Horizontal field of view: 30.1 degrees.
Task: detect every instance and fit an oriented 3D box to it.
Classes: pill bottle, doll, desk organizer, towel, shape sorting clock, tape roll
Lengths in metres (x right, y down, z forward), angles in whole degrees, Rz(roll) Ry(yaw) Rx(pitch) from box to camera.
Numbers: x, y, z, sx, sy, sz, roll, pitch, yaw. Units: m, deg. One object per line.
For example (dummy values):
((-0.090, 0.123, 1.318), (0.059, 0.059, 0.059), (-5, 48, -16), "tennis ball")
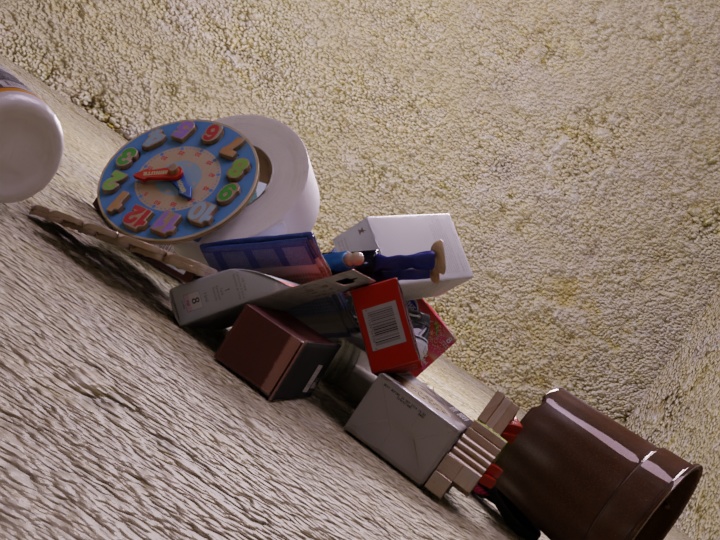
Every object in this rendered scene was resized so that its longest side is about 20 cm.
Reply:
((-0.393, -0.156, 1.388), (0.116, 0.117, 0.200), (33, 2, -41), "pill bottle")
((0.000, 0.000, 1.636), (0.197, 0.049, 0.137), (-4, -18, -10), "doll")
((-0.087, 0.089, 1.461), (0.077, 0.072, 0.200), (33, 2, 10), "desk organizer")
((-0.092, 0.023, 1.602), (0.145, 0.024, 0.201), (-5, -38, 18), "towel")
((-0.218, -0.110, 1.595), (0.199, 0.200, 0.039), (36, -22, 31), "shape sorting clock")
((-0.151, -0.092, 1.637), (0.202, 0.202, 0.071), (36, -22, 31), "tape roll")

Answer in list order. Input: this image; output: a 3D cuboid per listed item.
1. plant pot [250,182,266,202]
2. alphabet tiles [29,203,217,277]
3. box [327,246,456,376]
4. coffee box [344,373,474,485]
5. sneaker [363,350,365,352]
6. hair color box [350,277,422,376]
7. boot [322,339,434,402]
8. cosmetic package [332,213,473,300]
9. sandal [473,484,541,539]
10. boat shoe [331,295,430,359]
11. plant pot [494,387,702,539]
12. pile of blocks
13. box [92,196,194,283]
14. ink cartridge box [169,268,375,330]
((-0.165, -0.058, 1.882), (0.199, 0.200, 0.189), (33, 21, -33), "plant pot")
((-0.255, -0.030, 1.452), (0.198, 0.015, 0.196), (20, -3, 8), "alphabet tiles")
((0.034, 0.046, 1.895), (0.200, 0.095, 0.100), (49, 2, -17), "box")
((0.064, 0.185, 1.586), (0.112, 0.080, 0.200), (36, 3, 12), "coffee box")
((-0.052, 0.068, 1.888), (0.199, 0.081, 0.077), (31, -23, 20), "sneaker")
((0.033, 0.073, 1.615), (0.200, 0.060, 0.103), (65, 10, -84), "hair color box")
((0.019, 0.152, 1.803), (0.153, 0.073, 0.200), (30, -1, 0), "boot")
((0.060, -0.016, 1.797), (0.199, 0.074, 0.103), (-4, 69, -51), "cosmetic package")
((0.165, 0.281, 1.725), (0.075, 0.045, 0.201), (27, 22, -38), "sandal")
((-0.001, 0.064, 1.809), (0.197, 0.072, 0.072), (17, -24, -3), "boat shoe")
((0.279, 0.259, 1.634), (0.198, 0.201, 0.200), (38, 3, 24), "plant pot")
((0.136, 0.222, 1.552), (0.062, 0.083, 0.200), (35, 38, 12), "pile of blocks")
((-0.277, -0.064, 1.787), (0.100, 0.075, 0.200), (33, 2, -33), "box")
((-0.095, 0.016, 1.483), (0.162, 0.198, 0.058), (25, 44, -79), "ink cartridge box")
